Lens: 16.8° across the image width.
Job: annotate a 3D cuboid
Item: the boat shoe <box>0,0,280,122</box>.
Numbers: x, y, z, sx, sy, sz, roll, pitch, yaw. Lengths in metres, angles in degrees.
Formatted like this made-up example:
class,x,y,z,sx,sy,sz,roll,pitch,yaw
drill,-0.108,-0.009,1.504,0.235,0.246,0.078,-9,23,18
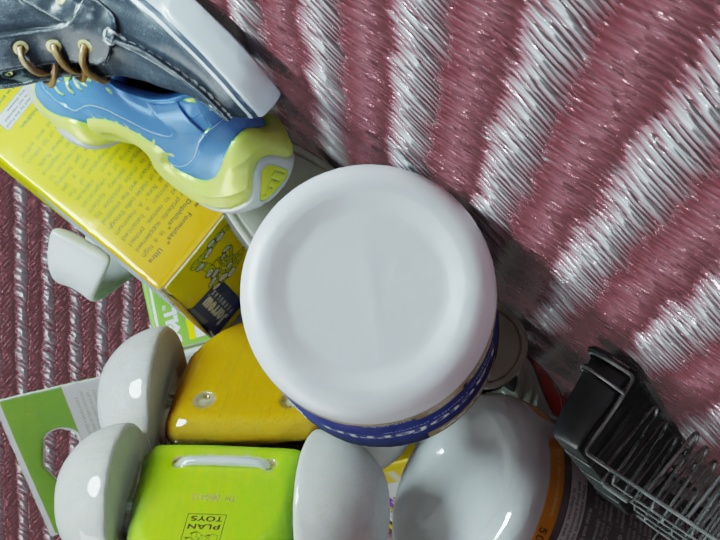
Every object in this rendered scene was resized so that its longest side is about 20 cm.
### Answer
class,x,y,z,sx,sy,sz,roll,pitch,yaw
boat shoe,-0.135,-0.111,1.144,0.200,0.091,0.071,37,175,17

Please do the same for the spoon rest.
class,x,y,z,sx,sy,sz,roll,pitch,yaw
spoon rest,-0.139,-0.038,1.522,0.099,0.061,0.200,29,-146,7

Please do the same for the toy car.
class,x,y,z,sx,sy,sz,roll,pitch,yaw
toy car,-0.060,0.125,1.321,0.174,0.201,0.151,0,126,13

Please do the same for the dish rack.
class,x,y,z,sx,sy,sz,roll,pitch,yaw
dish rack,0.185,0.127,1.169,0.200,0.055,0.153,35,175,25

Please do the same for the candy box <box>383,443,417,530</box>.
class,x,y,z,sx,sy,sz,roll,pitch,yaw
candy box,0.078,0.161,1.483,0.200,0.027,0.102,39,144,-26

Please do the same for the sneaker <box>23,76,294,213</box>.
class,x,y,z,sx,sy,sz,roll,pitch,yaw
sneaker,-0.117,-0.107,1.248,0.199,0.076,0.105,27,157,36

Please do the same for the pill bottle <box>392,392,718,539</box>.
class,x,y,z,sx,sy,sz,roll,pitch,yaw
pill bottle,0.124,0.151,1.325,0.199,0.117,0.116,26,-178,-32

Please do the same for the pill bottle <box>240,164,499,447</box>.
class,x,y,z,sx,sy,sz,roll,pitch,yaw
pill bottle,0.009,0.023,1.158,0.116,0.116,0.200,38,176,8

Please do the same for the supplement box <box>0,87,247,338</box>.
class,x,y,z,sx,sy,sz,roll,pitch,yaw
supplement box,-0.133,-0.072,1.386,0.200,0.110,0.109,38,175,20

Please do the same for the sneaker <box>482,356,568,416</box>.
class,x,y,z,sx,sy,sz,roll,pitch,yaw
sneaker,0.058,0.067,1.448,0.085,0.077,0.200,36,178,-32

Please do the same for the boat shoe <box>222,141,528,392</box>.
class,x,y,z,sx,sy,sz,roll,pitch,yaw
boat shoe,0.000,0.000,1.301,0.199,0.067,0.057,36,171,-6

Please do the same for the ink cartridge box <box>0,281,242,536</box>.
class,x,y,z,sx,sy,sz,roll,pitch,yaw
ink cartridge box,-0.112,0.069,1.475,0.148,0.199,0.076,77,178,-50
